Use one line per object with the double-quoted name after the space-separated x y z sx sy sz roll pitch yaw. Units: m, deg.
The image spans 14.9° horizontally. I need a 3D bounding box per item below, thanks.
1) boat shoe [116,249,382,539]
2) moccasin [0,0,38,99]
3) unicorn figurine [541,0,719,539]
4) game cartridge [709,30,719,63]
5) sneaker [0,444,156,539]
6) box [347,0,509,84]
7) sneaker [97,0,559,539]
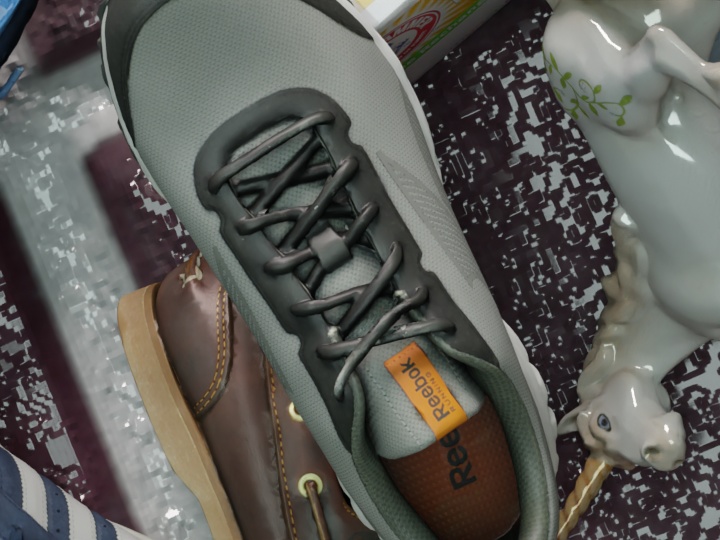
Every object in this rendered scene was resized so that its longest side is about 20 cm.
-0.004 0.083 0.806 0.070 0.070 0.201 -24 85 13 "boat shoe"
-0.169 -0.037 0.842 0.200 0.068 0.080 -44 74 6 "moccasin"
0.095 -0.015 0.760 0.137 0.074 0.201 -2 106 50 "unicorn figurine"
0.174 -0.043 0.794 0.133 0.042 0.200 -34 83 12 "game cartridge"
-0.105 0.096 0.817 0.200 0.085 0.075 35 95 9 "sneaker"
0.026 -0.143 0.789 0.200 0.101 0.113 -39 82 7 "box"
0.000 0.000 0.721 0.074 0.079 0.201 -31 107 0 "sneaker"
